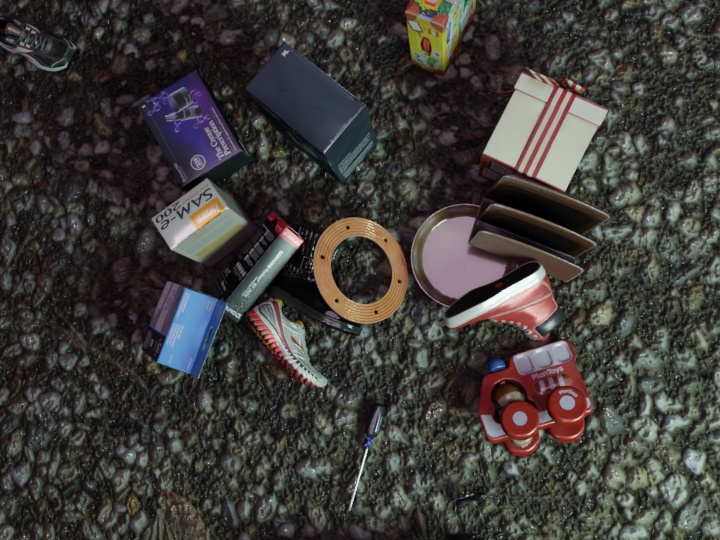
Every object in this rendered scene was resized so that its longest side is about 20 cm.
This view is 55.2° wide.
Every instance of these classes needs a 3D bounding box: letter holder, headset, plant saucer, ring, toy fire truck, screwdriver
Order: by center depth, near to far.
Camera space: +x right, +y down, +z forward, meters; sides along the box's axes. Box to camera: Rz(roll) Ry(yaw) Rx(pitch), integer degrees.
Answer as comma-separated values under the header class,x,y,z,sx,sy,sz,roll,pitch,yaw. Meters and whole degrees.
class,x,y,z,sx,sy,sz,roll,pitch,yaw
headset,0.196,0.485,1.174,0.094,0.123,0.200,-27,52,28
letter holder,0.313,-0.075,1.210,0.199,0.142,0.101,21,74,-2
toy fire truck,0.302,0.221,1.219,0.199,0.112,0.168,-18,55,4
screwdriver,0.007,0.342,1.263,0.028,0.029,0.201,16,78,10
ring,0.000,0.000,1.277,0.200,0.019,0.201,9,72,-27
plant saucer,0.195,-0.025,1.298,0.200,0.032,0.201,-1,80,7

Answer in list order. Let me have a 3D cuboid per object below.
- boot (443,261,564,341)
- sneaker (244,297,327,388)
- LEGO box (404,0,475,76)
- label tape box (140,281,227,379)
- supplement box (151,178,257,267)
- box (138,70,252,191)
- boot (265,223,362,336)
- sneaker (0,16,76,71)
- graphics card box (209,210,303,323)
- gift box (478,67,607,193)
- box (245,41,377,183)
class,x,y,z,sx,sy,sz,roll,pitch,yaw
boot,0.261,0.090,1.241,0.200,0.072,0.145,-26,111,7
sneaker,-0.123,0.137,1.275,0.082,0.078,0.200,-42,103,-22
LEGO box,0.153,-0.483,1.289,0.077,0.200,0.149,25,86,11
label tape box,-0.329,0.103,1.265,0.063,0.200,0.145,23,83,-30
supplement box,-0.283,-0.084,1.283,0.126,0.200,0.074,-36,78,0
box,-0.331,-0.274,1.383,0.141,0.079,0.200,-32,79,4
boot,-0.063,0.016,1.300,0.211,0.079,0.158,28,86,11
sneaker,-0.708,-0.486,1.457,0.199,0.086,0.081,17,85,9
graphics card box,-0.198,-0.009,1.293,0.051,0.125,0.200,39,90,-27
gift box,0.314,-0.246,1.241,0.200,0.185,0.187,28,88,4
box,-0.085,-0.288,1.290,0.197,0.200,0.117,40,88,12
